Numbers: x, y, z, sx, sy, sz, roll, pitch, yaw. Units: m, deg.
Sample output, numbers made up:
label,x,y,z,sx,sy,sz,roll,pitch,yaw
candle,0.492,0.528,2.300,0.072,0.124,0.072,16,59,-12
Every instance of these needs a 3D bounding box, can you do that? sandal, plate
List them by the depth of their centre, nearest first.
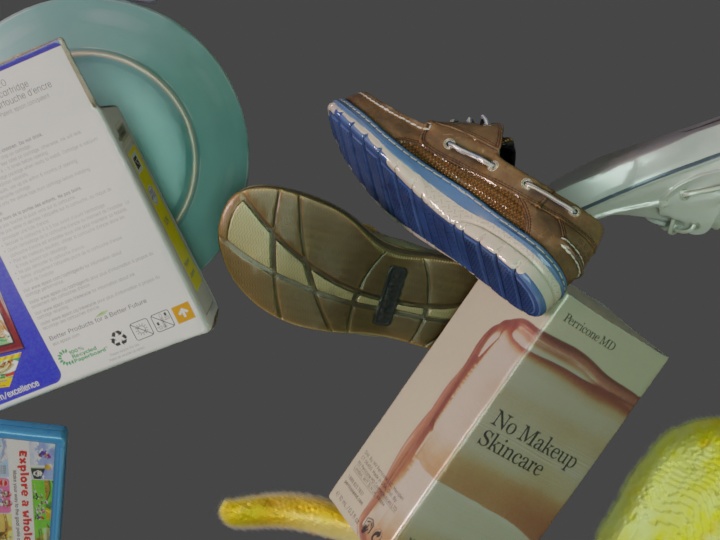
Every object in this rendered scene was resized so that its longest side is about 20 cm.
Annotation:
label,x,y,z,sx,sy,sz,roll,pitch,yaw
plate,-0.169,-0.070,1.064,0.199,0.026,0.201,-1,101,-3
sandal,0.000,0.000,1.076,0.199,0.054,0.081,17,105,-20

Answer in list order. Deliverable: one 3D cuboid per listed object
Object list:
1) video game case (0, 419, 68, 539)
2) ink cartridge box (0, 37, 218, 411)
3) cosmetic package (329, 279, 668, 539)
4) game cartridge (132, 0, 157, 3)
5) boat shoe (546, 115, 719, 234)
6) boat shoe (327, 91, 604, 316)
label,x,y,z,sx,sy,sz,roll,pitch,yaw
video game case,-0.289,0.151,1.081,0.199,0.018,0.144,7,117,-4
ink cartridge box,-0.217,-0.020,1.036,0.197,0.047,0.201,-20,107,12
cosmetic package,0.084,0.099,1.061,0.103,0.087,0.200,29,98,-31
game cartridge,-0.175,-0.269,1.025,0.129,0.038,0.201,5,100,-8
boat shoe,0.207,-0.054,1.062,0.199,0.074,0.066,-19,96,2
boat shoe,0.063,-0.052,1.029,0.072,0.072,0.200,-40,61,-16
